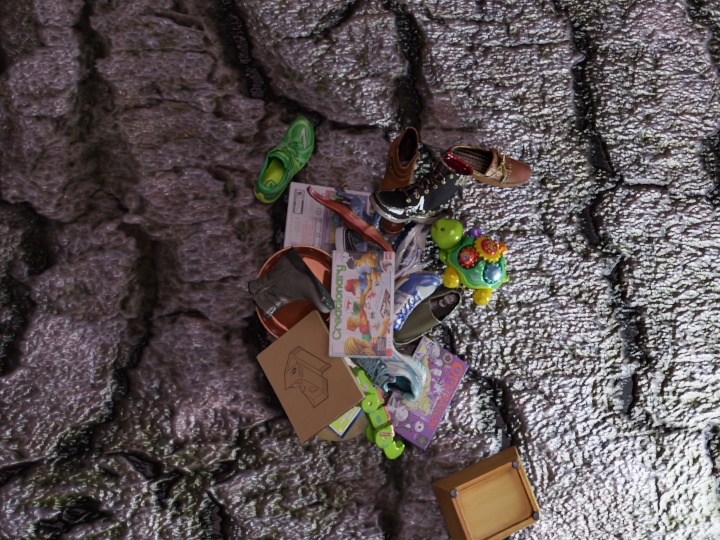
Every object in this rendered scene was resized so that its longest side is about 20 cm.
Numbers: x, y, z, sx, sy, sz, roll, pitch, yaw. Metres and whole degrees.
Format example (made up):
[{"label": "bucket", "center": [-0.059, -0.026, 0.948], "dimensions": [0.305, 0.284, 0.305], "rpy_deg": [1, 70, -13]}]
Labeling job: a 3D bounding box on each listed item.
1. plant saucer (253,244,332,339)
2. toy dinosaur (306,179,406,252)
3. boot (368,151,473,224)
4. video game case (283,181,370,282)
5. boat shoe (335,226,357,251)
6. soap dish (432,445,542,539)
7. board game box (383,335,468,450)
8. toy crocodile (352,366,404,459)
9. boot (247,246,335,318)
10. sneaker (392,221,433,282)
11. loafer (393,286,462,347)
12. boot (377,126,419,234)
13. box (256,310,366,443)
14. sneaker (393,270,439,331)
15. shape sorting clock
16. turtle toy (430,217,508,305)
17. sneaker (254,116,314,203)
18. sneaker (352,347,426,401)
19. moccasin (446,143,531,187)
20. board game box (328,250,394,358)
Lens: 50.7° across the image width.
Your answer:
[{"label": "plant saucer", "center": [-0.121, 0.050, 1.561], "dimensions": [0.194, 0.032, 0.207], "rpy_deg": [0, 93, -4]}, {"label": "toy dinosaur", "center": [-0.003, -0.083, 1.540], "dimensions": [0.196, 0.106, 0.184], "rpy_deg": [-9, 54, -34]}, {"label": "boot", "center": [0.121, -0.163, 1.489], "dimensions": [0.197, 0.151, 0.074], "rpy_deg": [7, 48, -43]}, {"label": "video game case", "center": [-0.072, -0.076, 1.610], "dimensions": [0.177, 0.023, 0.206], "rpy_deg": [7, 79, -8]}, {"label": "boat shoe", "center": [-0.001, -0.001, 1.538], "dimensions": [0.066, 0.074, 0.204], "rpy_deg": [-19, 65, 12]}, {"label": "soap dish", "center": [0.264, 0.472, 1.544], "dimensions": [0.195, 0.081, 0.161], "rpy_deg": [-21, 85, -10]}, {"label": "board game box", "center": [0.130, 0.255, 1.587], "dimensions": [0.118, 0.032, 0.203], "rpy_deg": [31, 78, -7]}, {"label": "toy crocodile", "center": [0.031, 0.284, 1.513], "dimensions": [0.061, 0.067, 0.205], "rpy_deg": [-24, 99, -17]}, {"label": "boot", "center": [-0.136, 0.051, 1.466], "dimensions": [0.130, 0.200, 0.068], "rpy_deg": [-41, 132, -2]}, {"label": "sneaker", "center": [0.105, -0.029, 1.612], "dimensions": [0.085, 0.077, 0.202], "rpy_deg": [37, 85, -11]}, {"label": "loafer", "center": [0.132, 0.090, 1.590], "dimensions": [0.197, 0.070, 0.076], "rpy_deg": [-33, 87, -12]}, {"label": "boot", "center": [0.085, -0.187, 1.583], "dimensions": [0.075, 0.155, 0.206], "rpy_deg": [13, 79, -7]}, {"label": "box", "center": [-0.100, 0.209, 1.501], "dimensions": [0.162, 0.021, 0.203], "rpy_deg": [-36, 71, 13]}, {"label": "sneaker", "center": [0.081, 0.078, 1.546], "dimensions": [0.197, 0.075, 0.090], "rpy_deg": [-32, 47, 17]}, {"label": "shape sorting clock", "center": [-0.047, 0.244, 1.553], "dimensions": [0.194, 0.039, 0.207], "rpy_deg": [1, 85, -10]}, {"label": "turtle toy", "center": [0.228, -0.034, 1.583], "dimensions": [0.197, 0.102, 0.147], "rpy_deg": [29, 47, -4]}, {"label": "sneaker", "center": [-0.154, -0.233, 1.590], "dimensions": [0.073, 0.084, 0.203], "rpy_deg": [28, 77, -3]}, {"label": "sneaker", "center": [0.045, 0.187, 1.506], "dimensions": [0.197, 0.078, 0.087], "rpy_deg": [29, 35, -8]}, {"label": "moccasin", "center": [0.282, -0.235, 1.661], "dimensions": [0.196, 0.078, 0.076], "rpy_deg": [19, 78, -5]}, {"label": "board game box", "center": [0.004, 0.065, 1.473], "dimensions": [0.122, 0.035, 0.206], "rpy_deg": [1, 79, 3]}]
